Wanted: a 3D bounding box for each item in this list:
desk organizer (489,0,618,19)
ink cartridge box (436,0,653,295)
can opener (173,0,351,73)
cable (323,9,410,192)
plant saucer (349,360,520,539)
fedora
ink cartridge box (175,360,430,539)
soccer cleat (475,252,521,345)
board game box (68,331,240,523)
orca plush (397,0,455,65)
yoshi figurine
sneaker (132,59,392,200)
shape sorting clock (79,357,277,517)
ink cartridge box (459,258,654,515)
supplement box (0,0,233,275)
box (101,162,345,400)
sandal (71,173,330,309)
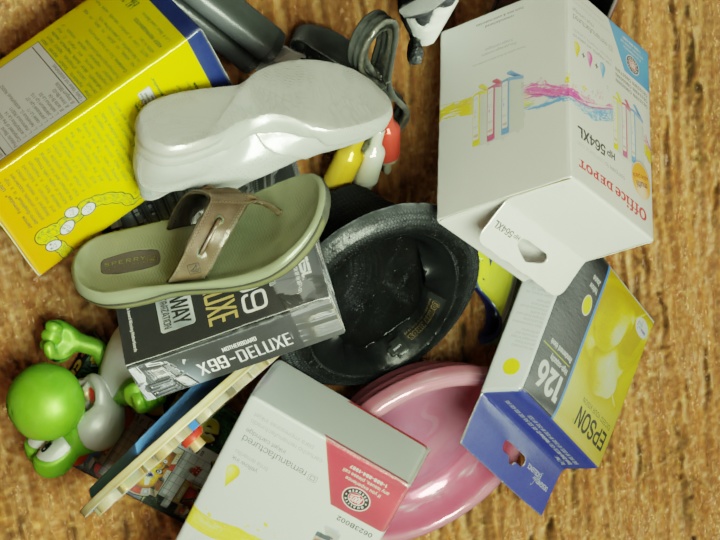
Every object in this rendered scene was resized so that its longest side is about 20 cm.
[{"bbox_3d":[0.188,-0.284,1.533,0.071,0.077,0.201,19,98,-25],"label":"desk organizer"},{"bbox_3d":[0.146,-0.094,1.466,0.128,0.125,0.201,30,52,-44],"label":"ink cartridge box"},{"bbox_3d":[-0.082,-0.187,1.480,0.200,0.053,0.067,32,58,-28],"label":"can opener"},{"bbox_3d":[0.019,-0.132,1.477,0.097,0.050,0.200,-32,159,-30],"label":"cable"},{"bbox_3d":[0.045,0.148,1.589,0.200,0.051,0.201,-17,136,-17],"label":"plant saucer"},{"bbox_3d":[0.000,0.000,1.519,0.200,0.092,0.201,-19,140,-17],"label":"fedora"},{"bbox_3d":[-0.057,0.198,1.492,0.145,0.083,0.201,29,112,2],"label":"ink cartridge box"},{"bbox_3d":[0.106,-0.026,1.588,0.083,0.065,0.201,-18,109,2],"label":"soccer cleat"},{"bbox_3d":[-0.165,0.142,1.554,0.200,0.023,0.105,31,90,-26],"label":"board game box"},{"bbox_3d":[0.039,-0.217,1.444,0.071,0.200,0.105,30,107,-1],"label":"orca plush"},{"bbox_3d":[-0.197,0.074,1.458,0.112,0.112,0.200,44,89,-10],"label":"yoshi figurine"},{"bbox_3d":[-0.075,-0.096,1.386,0.199,0.075,0.089,-11,143,-21],"label":"sneaker"},{"bbox_3d":[-0.137,0.123,1.444,0.039,0.200,0.200,45,86,-1],"label":"shape sorting clock"},{"bbox_3d":[0.170,0.090,1.580,0.198,0.047,0.201,44,62,-55],"label":"ink cartridge box"},{"bbox_3d":[-0.202,-0.113,1.397,0.200,0.109,0.110,-36,138,-8],"label":"supplement box"},{"bbox_3d":[-0.110,-0.014,1.412,0.157,0.201,0.050,-19,140,3],"label":"box"},{"bbox_3d":[-0.117,-0.024,1.350,0.200,0.080,0.057,-16,140,5],"label":"sandal"}]
